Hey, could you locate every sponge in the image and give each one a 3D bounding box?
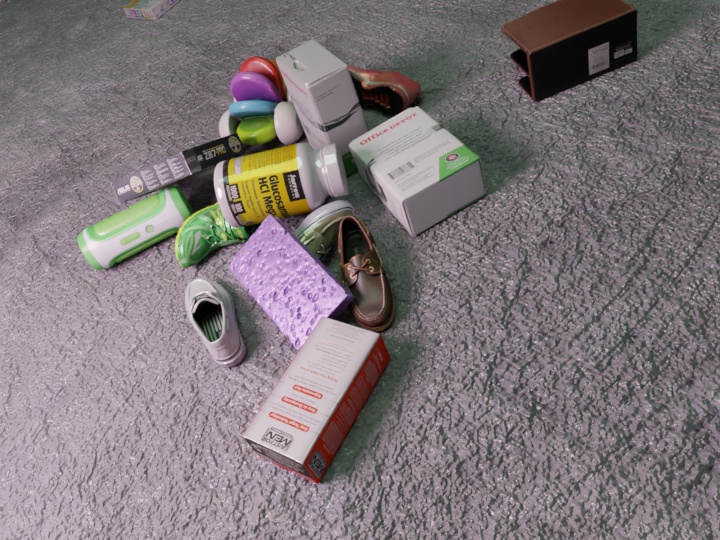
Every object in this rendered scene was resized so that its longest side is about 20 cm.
[{"bbox_3d":[-0.108,0.016,1.001,0.112,0.030,0.200,-50,61,9],"label":"sponge"}]

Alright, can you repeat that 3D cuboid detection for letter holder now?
[{"bbox_3d":[0.374,-0.417,1.214,0.200,0.101,0.142,-22,43,1],"label":"letter holder"}]

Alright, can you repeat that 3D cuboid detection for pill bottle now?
[{"bbox_3d":[-0.126,-0.143,1.084,0.200,0.113,0.113,-12,46,7],"label":"pill bottle"}]

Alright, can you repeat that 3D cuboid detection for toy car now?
[{"bbox_3d":[-0.197,-0.342,1.334,0.175,0.150,0.200,0,50,21],"label":"toy car"}]

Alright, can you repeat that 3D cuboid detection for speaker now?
[{"bbox_3d":[-0.409,-0.079,1.224,0.200,0.089,0.088,-28,45,-5],"label":"speaker"}]

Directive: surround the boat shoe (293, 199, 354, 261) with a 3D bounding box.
[{"bbox_3d":[-0.082,-0.033,1.075,0.200,0.072,0.062,-40,60,-3],"label":"boat shoe"}]

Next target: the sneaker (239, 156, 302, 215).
[{"bbox_3d":[-0.135,-0.179,1.221,0.108,0.067,0.201,-43,52,-19],"label":"sneaker"}]

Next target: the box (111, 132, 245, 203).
[{"bbox_3d":[-0.337,-0.189,1.239,0.200,0.049,0.161,-14,16,34],"label":"box"}]

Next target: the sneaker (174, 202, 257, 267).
[{"bbox_3d":[-0.238,-0.078,1.162,0.200,0.074,0.084,-42,44,-18],"label":"sneaker"}]

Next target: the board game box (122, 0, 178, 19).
[{"bbox_3d":[-0.603,-0.832,2.020,0.134,0.034,0.200,17,57,32],"label":"board game box"}]

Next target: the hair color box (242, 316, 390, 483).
[{"bbox_3d":[-0.053,0.164,0.879,0.101,0.061,0.200,15,55,31],"label":"hair color box"}]

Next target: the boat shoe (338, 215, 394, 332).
[{"bbox_3d":[0.000,0.000,1.002,0.070,0.070,0.200,-20,47,2],"label":"boat shoe"}]

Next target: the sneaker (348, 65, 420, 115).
[{"bbox_3d":[0.037,-0.366,1.335,0.200,0.074,0.087,31,52,35],"label":"sneaker"}]

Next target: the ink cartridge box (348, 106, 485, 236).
[{"bbox_3d":[0.091,-0.171,1.110,0.146,0.084,0.200,-30,45,-6],"label":"ink cartridge box"}]

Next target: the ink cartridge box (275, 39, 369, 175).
[{"bbox_3d":[-0.059,-0.291,1.197,0.083,0.200,0.147,-32,46,-9],"label":"ink cartridge box"}]

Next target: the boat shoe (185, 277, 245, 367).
[{"bbox_3d":[-0.231,0.062,1.038,0.074,0.067,0.200,-33,46,-10],"label":"boat shoe"}]
